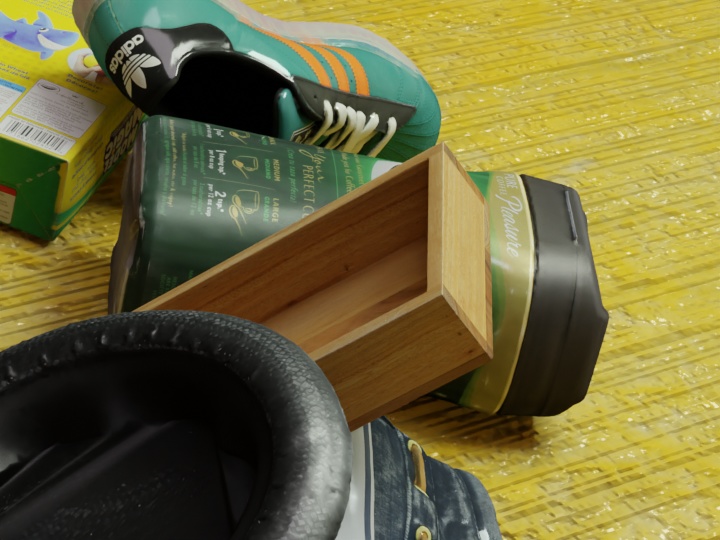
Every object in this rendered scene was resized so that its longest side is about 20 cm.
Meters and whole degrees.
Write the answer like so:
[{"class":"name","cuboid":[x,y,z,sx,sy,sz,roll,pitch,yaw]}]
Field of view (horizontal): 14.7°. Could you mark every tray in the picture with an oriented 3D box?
[{"class":"tray","cuboid":[-0.046,0.037,0.994,0.037,0.200,0.099,51,21,-26]}]

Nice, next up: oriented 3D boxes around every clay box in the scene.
[{"class":"clay box","cuboid":[-0.147,-0.095,1.258,0.115,0.048,0.200,20,33,9]}]

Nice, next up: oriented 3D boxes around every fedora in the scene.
[{"class":"fedora","cuboid":[-0.086,0.107,0.905,0.200,0.092,0.201,-14,44,14]}]

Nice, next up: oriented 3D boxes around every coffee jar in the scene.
[{"class":"coffee jar","cuboid":[0.000,0.000,1.141,0.200,0.085,0.104,9,31,-8]}]

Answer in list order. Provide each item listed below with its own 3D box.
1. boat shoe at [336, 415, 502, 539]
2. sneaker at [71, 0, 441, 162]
[{"class":"boat shoe","cuboid":[0.007,0.131,0.964,0.091,0.071,0.200,30,42,-27]},{"class":"sneaker","cuboid":[-0.036,-0.069,1.220,0.200,0.071,0.080,18,36,-40]}]
